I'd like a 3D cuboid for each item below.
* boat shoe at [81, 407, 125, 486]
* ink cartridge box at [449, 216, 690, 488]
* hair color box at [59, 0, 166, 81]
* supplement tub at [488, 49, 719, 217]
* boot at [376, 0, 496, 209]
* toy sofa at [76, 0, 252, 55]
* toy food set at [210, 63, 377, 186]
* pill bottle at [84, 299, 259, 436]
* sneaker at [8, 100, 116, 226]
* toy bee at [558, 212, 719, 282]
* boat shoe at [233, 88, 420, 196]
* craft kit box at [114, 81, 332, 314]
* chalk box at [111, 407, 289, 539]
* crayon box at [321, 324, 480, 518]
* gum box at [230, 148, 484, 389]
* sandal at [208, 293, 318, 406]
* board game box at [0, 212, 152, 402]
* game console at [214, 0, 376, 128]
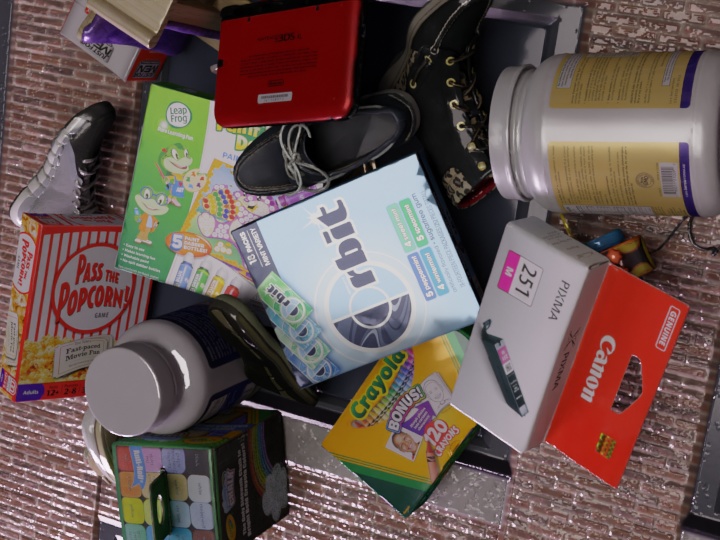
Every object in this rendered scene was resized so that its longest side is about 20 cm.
[{"bbox_3d":[-0.266,0.199,1.468,0.068,0.200,0.075,13,61,21],"label":"boat shoe"},{"bbox_3d":[0.181,0.078,1.213,0.173,0.044,0.200,33,121,33],"label":"ink cartridge box"},{"bbox_3d":[-0.227,-0.311,1.430,0.101,0.061,0.200,37,111,15],"label":"hair color box"},{"bbox_3d":[0.228,-0.122,1.201,0.200,0.145,0.146,3,100,25],"label":"supplement tub"},{"bbox_3d":[0.099,-0.163,1.251,0.154,0.073,0.204,60,150,14],"label":"boot"},{"bbox_3d":[-0.185,-0.246,1.344,0.083,0.200,0.098,34,104,16],"label":"toy sofa"},{"bbox_3d":[-0.067,-0.129,1.381,0.143,0.060,0.200,-12,97,26],"label":"toy food set"},{"bbox_3d":[-0.191,0.104,1.403,0.119,0.200,0.120,4,100,24],"label":"pill bottle"},{"bbox_3d":[-0.301,-0.089,1.501,0.116,0.075,0.200,47,124,6],"label":"sneaker"},{"bbox_3d":[0.224,-0.008,1.243,0.131,0.109,0.200,47,114,13],"label":"toy bee"},{"bbox_3d":[-0.039,-0.114,1.272,0.200,0.062,0.075,-14,102,22],"label":"boat shoe"},{"bbox_3d":[-0.133,-0.070,1.362,0.200,0.049,0.198,16,101,10],"label":"craft kit box"},{"bbox_3d":[-0.176,0.226,1.416,0.124,0.200,0.125,0,98,25],"label":"chalk box"},{"bbox_3d":[0.063,0.135,1.368,0.119,0.058,0.200,39,112,14],"label":"crayon box"},{"bbox_3d":[0.000,0.000,1.300,0.200,0.045,0.170,-22,96,15],"label":"gum box"},{"bbox_3d":[-0.087,0.079,1.376,0.080,0.201,0.057,18,63,31],"label":"sandal"},{"bbox_3d":[-0.306,0.038,1.472,0.046,0.151,0.200,26,111,44],"label":"board game box"},{"bbox_3d":[-0.031,-0.215,1.274,0.200,0.119,0.173,3,88,47],"label":"game console"}]
